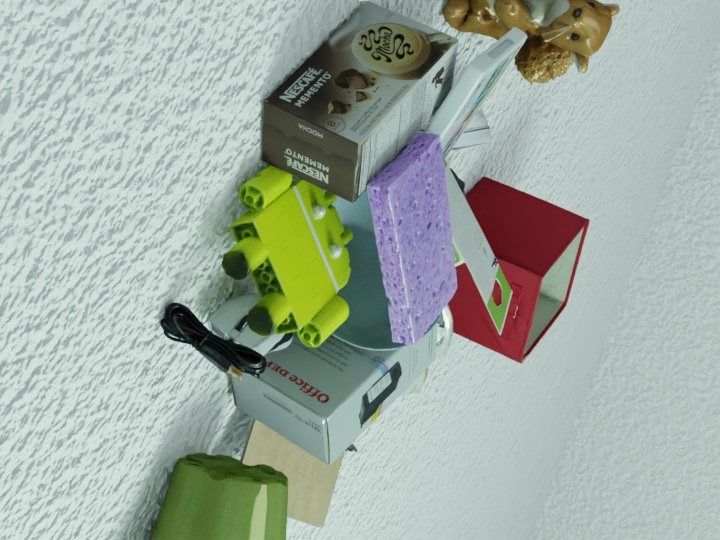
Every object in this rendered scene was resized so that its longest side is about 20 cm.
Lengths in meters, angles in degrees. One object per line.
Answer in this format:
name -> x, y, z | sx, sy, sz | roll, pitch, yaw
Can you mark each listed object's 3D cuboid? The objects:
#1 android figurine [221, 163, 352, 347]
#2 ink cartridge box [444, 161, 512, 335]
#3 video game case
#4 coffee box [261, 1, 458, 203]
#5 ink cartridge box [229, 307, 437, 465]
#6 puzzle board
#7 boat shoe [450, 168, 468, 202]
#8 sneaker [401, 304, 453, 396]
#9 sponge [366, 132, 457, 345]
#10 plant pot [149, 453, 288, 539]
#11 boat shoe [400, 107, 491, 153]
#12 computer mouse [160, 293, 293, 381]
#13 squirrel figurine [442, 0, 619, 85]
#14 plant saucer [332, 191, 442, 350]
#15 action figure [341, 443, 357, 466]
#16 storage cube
android figurine -> -0.065, -0.018, 1.371 | 0.200, 0.041, 0.183 | -41, 114, -54
ink cartridge box -> 0.104, -0.020, 1.646 | 0.201, 0.075, 0.148 | 62, 19, -13
video game case -> 0.101, -0.166, 1.492 | 0.200, 0.024, 0.182 | -56, 175, 30
coffee box -> 0.000, -0.173, 1.364 | 0.200, 0.113, 0.080 | -49, 157, -37
ink cartridge box -> -0.030, 0.100, 1.516 | 0.200, 0.145, 0.083 | -41, 146, -34
puzzle board -> -0.072, 0.189, 1.600 | 0.150, 0.017, 0.201 | 27, 73, -41
boat shoe -> 0.107, -0.105, 1.787 | 0.072, 0.065, 0.200 | -60, 159, -10
sneaker -> 0.055, 0.103, 1.763 | 0.087, 0.076, 0.201 | -15, 141, -33
sponge -> 0.058, -0.032, 1.405 | 0.112, 0.030, 0.201 | -49, 140, -41
plant pot -> -0.155, 0.302, 1.456 | 0.200, 0.199, 0.191 | 8, 93, -70
boat shoe -> 0.093, -0.181, 1.680 | 0.200, 0.073, 0.066 | -13, 93, -58
computer mouse -> -0.117, 0.054, 1.370 | 0.044, 0.109, 0.200 | -62, 170, 16
squirrel figurine -> 0.223, -0.314, 1.660 | 0.142, 0.186, 0.200 | -63, 160, -7
plant saucer -> 0.000, 0.000, 1.492 | 0.201, 0.201, 0.039 | -51, -175, -36
action figure -> -0.064, 0.228, 1.688 | 0.119, 0.102, 0.200 | -50, 159, -9
storage cube -> 0.211, -0.004, 2.005 | 0.200, 0.179, 0.172 | -46, 153, -45
